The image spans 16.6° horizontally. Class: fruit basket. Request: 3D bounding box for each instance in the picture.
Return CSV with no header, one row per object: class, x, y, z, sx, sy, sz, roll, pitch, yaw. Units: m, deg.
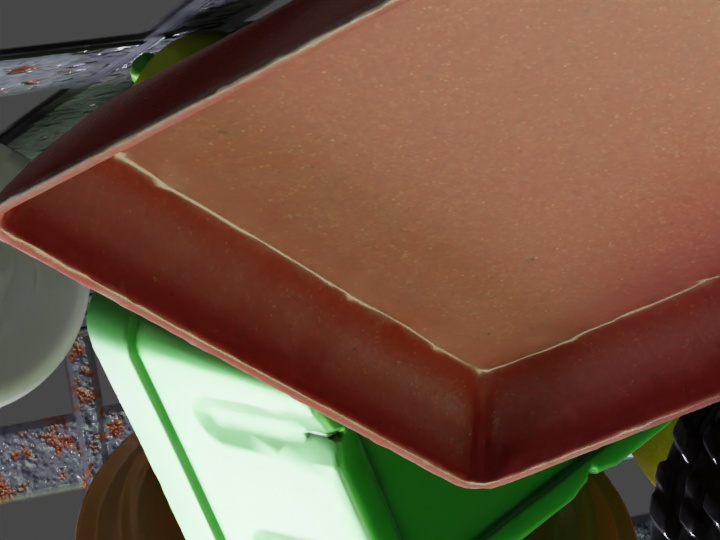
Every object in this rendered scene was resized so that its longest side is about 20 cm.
fruit basket,0.000,0.000,0.817,0.215,0.156,0.216,-18,-153,9

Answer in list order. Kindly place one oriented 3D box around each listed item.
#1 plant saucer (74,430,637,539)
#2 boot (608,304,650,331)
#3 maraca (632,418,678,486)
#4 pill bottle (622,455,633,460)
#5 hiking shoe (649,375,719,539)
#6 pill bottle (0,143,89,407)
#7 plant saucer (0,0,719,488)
plant saucer,-0.001,0.094,0.865,0.199,0.032,0.201,3,-145,-2
boot,0.118,-0.064,0.710,0.075,0.200,0.097,13,153,37
maraca,0.170,0.037,0.864,0.137,0.107,0.200,3,160,-27
pill bottle,0.126,0.015,1.029,0.200,0.120,0.119,-17,173,42
hiking shoe,0.153,0.038,0.680,0.101,0.201,0.076,29,174,-37
pill bottle,-0.189,0.011,1.054,0.113,0.114,0.200,-9,176,-19
plant saucer,0.048,-0.024,0.586,0.200,0.037,0.199,-24,144,31
